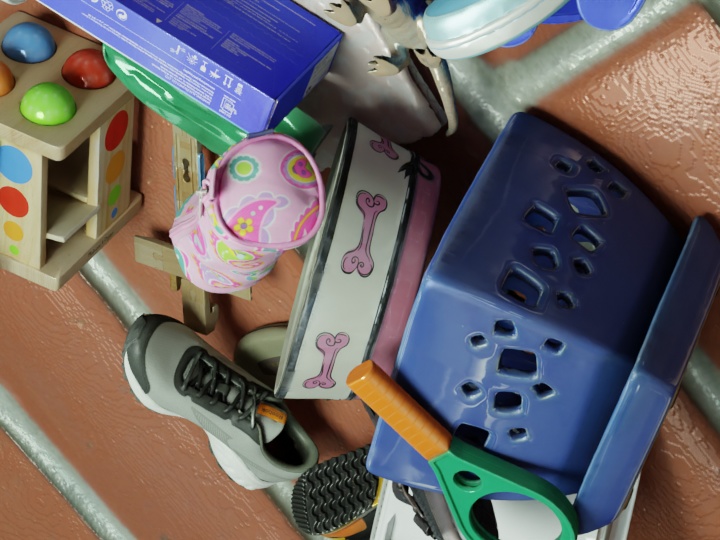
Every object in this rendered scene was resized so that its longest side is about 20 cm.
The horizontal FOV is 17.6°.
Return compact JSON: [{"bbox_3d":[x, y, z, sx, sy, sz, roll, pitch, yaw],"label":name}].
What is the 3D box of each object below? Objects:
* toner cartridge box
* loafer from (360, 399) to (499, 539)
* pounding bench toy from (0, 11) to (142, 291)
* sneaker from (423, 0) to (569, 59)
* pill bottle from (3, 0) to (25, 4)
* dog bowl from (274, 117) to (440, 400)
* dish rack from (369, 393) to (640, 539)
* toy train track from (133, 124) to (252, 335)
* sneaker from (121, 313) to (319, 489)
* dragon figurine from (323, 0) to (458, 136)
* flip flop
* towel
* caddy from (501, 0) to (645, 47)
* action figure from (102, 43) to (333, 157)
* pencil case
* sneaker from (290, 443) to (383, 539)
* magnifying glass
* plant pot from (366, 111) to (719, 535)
[{"bbox_3d":[-0.121,-0.177,1.597,0.200,0.095,0.043,33,136,9],"label":"toner cartridge box"},{"bbox_3d":[0.047,0.142,1.665,0.063,0.200,0.072,-33,133,16],"label":"loafer"},{"bbox_3d":[-0.263,-0.078,1.733,0.124,0.200,0.156,23,133,17],"label":"pounding bench toy"},{"bbox_3d":[0.092,-0.221,1.346,0.200,0.080,0.131,-37,114,14],"label":"sneaker"},{"bbox_3d":[-0.315,-0.277,1.680,0.200,0.110,0.110,28,133,12],"label":"pill bottle"},{"bbox_3d":[0.000,0.000,1.601,0.074,0.200,0.200,15,132,-3],"label":"dog bowl"},{"bbox_3d":[0.101,0.164,1.715,0.200,0.172,0.044,10,170,26],"label":"dish rack"},{"bbox_3d":[-0.123,-0.045,1.790,0.115,0.033,0.200,19,125,30],"label":"toy train track"},{"bbox_3d":[-0.106,0.098,1.813,0.079,0.074,0.200,-7,139,46],"label":"sneaker"},{"bbox_3d":[0.031,-0.185,1.560,0.059,0.099,0.200,-15,132,38],"label":"dragon figurine"},{"bbox_3d":[-0.028,0.069,1.790,0.200,0.058,0.081,-11,113,40],"label":"flip flop"},{"bbox_3d":[-0.055,-0.158,1.657,0.200,0.032,0.191,-14,115,40],"label":"towel"},{"bbox_3d":[0.113,-0.236,1.441,0.141,0.105,0.200,-8,120,10],"label":"caddy"},{"bbox_3d":[-0.116,-0.136,1.649,0.200,0.055,0.118,35,146,-1],"label":"action figure"},{"bbox_3d":[-0.080,-0.038,1.599,0.087,0.087,0.200,43,166,-2],"label":"pencil case"},{"bbox_3d":[0.049,0.164,1.817,0.200,0.090,0.070,-19,67,21],"label":"sneaker"},{"bbox_3d":[0.067,0.130,1.537,0.200,0.022,0.080,42,132,-21],"label":"magnifying glass"},{"bbox_3d":[0.132,0.046,1.579,0.180,0.200,0.200,24,134,7],"label":"plant pot"}]
